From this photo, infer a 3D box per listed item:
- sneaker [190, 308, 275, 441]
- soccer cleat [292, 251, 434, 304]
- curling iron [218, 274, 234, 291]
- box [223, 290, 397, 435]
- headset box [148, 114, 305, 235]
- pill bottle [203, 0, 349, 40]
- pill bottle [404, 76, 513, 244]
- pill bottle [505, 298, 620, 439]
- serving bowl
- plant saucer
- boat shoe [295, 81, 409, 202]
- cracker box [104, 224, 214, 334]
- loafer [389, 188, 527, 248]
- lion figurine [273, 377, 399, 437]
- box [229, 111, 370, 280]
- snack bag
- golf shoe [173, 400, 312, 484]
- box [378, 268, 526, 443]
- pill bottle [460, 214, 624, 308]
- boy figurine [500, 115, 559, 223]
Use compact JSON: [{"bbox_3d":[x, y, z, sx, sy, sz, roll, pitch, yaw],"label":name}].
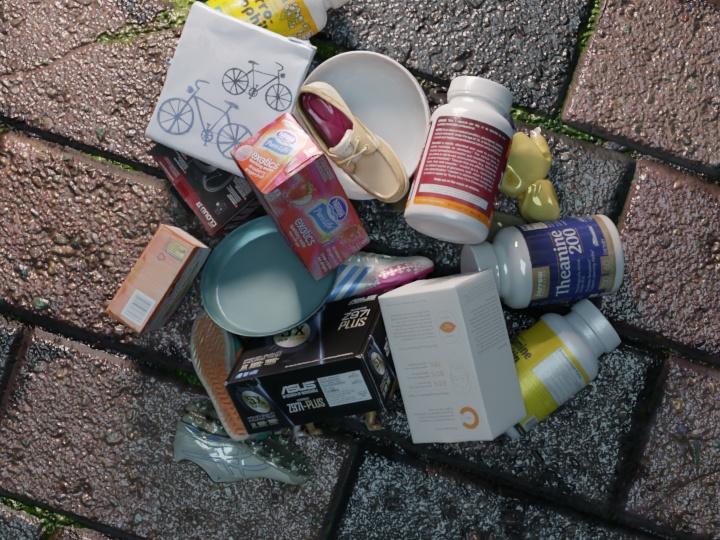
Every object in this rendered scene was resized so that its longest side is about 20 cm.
[{"bbox_3d":[-0.173,0.146,1.622,0.071,0.080,0.200,-32,68,23],"label":"sneaker"},{"bbox_3d":[0.000,0.000,1.618,0.199,0.070,0.087,-18,89,0],"label":"soccer cleat"},{"bbox_3d":[-0.114,0.066,1.640,0.200,0.026,0.050,29,83,1],"label":"curling iron"},{"bbox_3d":[-0.055,0.120,1.534,0.199,0.164,0.086,-13,115,22],"label":"box"},{"bbox_3d":[-0.178,-0.155,1.595,0.200,0.077,0.149,-40,84,14],"label":"headset box"},{"bbox_3d":[-0.116,-0.356,1.598,0.200,0.113,0.113,-31,90,0],"label":"pill bottle"},{"bbox_3d":[0.134,-0.144,1.520,0.113,0.113,0.201,16,79,0],"label":"pill bottle"},{"bbox_3d":[0.252,0.130,1.597,0.200,0.112,0.112,-38,90,0],"label":"pill bottle"},{"bbox_3d":[0.008,-0.199,1.608,0.199,0.066,0.201,3,99,19],"label":"serving bowl"},{"bbox_3d":[-0.121,0.010,1.594,0.199,0.027,0.201,-9,54,12],"label":"plant saucer"},{"bbox_3d":[-0.018,-0.167,1.550,0.200,0.069,0.074,47,110,8],"label":"boat shoe"},{"bbox_3d":[-0.262,0.011,1.554,0.058,0.200,0.134,33,90,-1],"label":"cracker box"},{"bbox_3d":[0.130,-0.066,1.615,0.199,0.076,0.068,14,90,-2],"label":"loafer"},{"bbox_3d":[-0.027,0.164,1.619,0.199,0.072,0.123,-6,80,5],"label":"lion figurine"},{"bbox_3d":[-0.075,-0.093,1.508,0.095,0.200,0.100,-35,52,-5],"label":"box"},{"bbox_3d":[-0.173,-0.235,1.538,0.188,0.021,0.201,22,100,10],"label":"snack bag"},{"bbox_3d":[-0.167,0.262,1.629,0.200,0.078,0.097,25,110,3],"label":"golf shoe"},{"bbox_3d":[0.119,0.111,1.502,0.124,0.097,0.201,-9,97,39],"label":"box"},{"bbox_3d":[0.241,-0.009,1.566,0.199,0.111,0.111,-8,90,-11],"label":"pill bottle"},{"bbox_3d":[0.216,-0.153,1.621,0.124,0.064,0.200,-39,93,-25],"label":"boy figurine"}]
